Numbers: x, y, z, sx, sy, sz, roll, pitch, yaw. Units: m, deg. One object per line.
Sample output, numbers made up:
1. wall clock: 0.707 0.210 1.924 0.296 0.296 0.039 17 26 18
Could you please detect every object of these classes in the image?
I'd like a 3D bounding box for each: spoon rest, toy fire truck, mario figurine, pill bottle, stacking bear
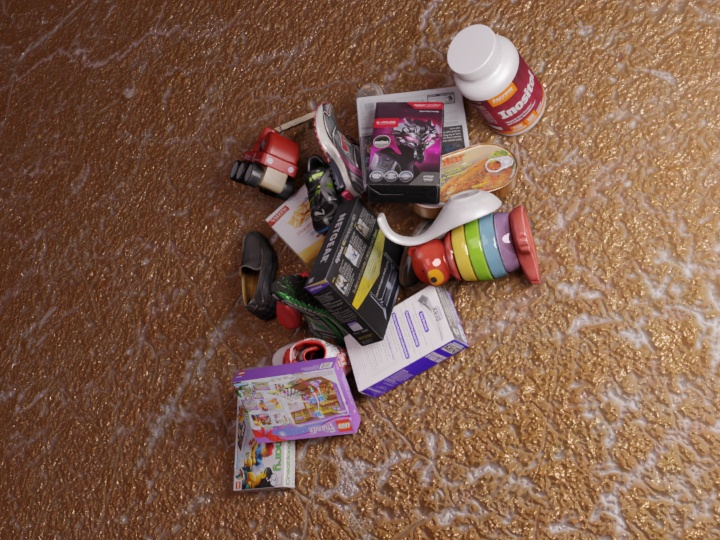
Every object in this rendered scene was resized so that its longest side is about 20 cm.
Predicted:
1. spoon rest: 0.128 -0.083 1.184 0.197 0.100 0.062 -12 106 12
2. toy fire truck: -0.164 -0.255 1.532 0.176 0.127 0.203 23 93 64
3. mario figurine: -0.073 0.042 1.414 0.199 0.106 0.124 -37 19 7
4. pill bottle: 0.225 -0.316 1.234 0.112 0.199 0.115 -13 66 31
5. stacking bear: 0.178 -0.028 1.196 0.197 0.122 0.115 -14 44 18

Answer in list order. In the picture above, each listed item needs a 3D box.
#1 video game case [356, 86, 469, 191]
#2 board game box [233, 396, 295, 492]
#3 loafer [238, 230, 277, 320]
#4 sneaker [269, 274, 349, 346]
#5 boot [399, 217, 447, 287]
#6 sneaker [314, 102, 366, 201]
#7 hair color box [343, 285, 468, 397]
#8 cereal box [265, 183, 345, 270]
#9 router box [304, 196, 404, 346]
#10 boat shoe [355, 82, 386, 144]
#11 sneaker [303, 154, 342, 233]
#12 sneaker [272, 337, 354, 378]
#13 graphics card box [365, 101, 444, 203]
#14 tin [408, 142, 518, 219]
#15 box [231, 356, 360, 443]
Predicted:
1. video game case: 0.096 -0.240 1.347 0.196 0.023 0.185 -6 72 2
2. board game box: -0.180 0.310 1.400 0.125 0.034 0.203 -14 65 30
3. loafer: -0.216 0.000 1.516 0.072 0.072 0.202 -31 57 24
4. sneaker: -0.080 0.080 1.316 0.085 0.199 0.078 -47 26 23
5. boot: 0.145 -0.049 1.272 0.096 0.075 0.202 26 84 39
6. sneaker: -0.029 -0.227 1.396 0.074 0.081 0.203 -25 77 11
7. hair color box: 0.075 0.122 1.269 0.199 0.065 0.111 -33 56 24
8. cereal box: -0.087 -0.095 1.435 0.144 0.040 0.200 -42 42 -5
9. router box: 0.000 0.000 1.260 0.052 0.157 0.202 -19 36 38
10. boat shoe: 0.040 -0.257 1.428 0.075 0.071 0.204 -3 90 31
11. sneaker: -0.075 -0.143 1.378 0.070 0.083 0.201 -25 42 12
12. sneaker: -0.109 0.156 1.359 0.199 0.107 0.068 1 73 36
13. graphics card box: 0.079 -0.205 1.268 0.123 0.051 0.203 2 56 8
14. tin: 0.172 -0.153 1.266 0.197 0.042 0.113 -17 57 0
15. box: -0.112 0.229 1.299 0.197 0.139 0.039 -10 25 18
